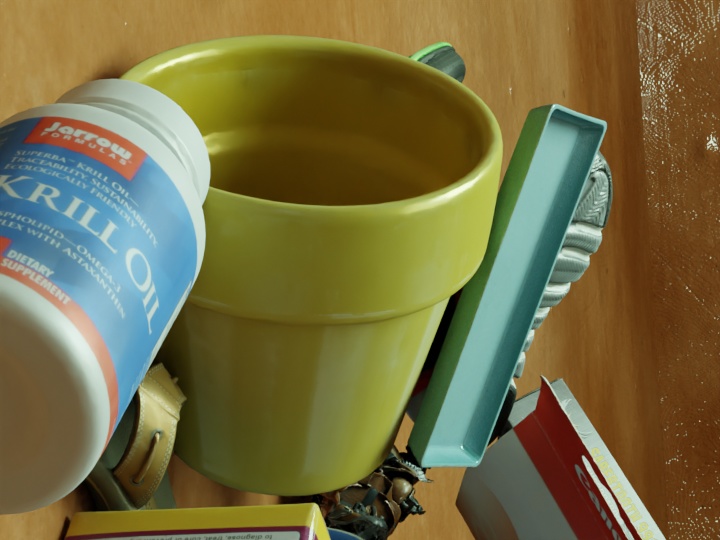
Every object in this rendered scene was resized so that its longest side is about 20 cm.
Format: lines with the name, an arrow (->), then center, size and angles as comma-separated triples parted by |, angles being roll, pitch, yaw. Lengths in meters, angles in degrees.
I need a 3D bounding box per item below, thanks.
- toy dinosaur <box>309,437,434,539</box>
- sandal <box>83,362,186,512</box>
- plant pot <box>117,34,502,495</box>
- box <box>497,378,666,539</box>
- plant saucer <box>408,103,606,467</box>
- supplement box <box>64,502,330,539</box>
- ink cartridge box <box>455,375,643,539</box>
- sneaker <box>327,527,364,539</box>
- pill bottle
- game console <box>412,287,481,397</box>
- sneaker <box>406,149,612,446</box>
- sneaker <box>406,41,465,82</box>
toy dinosaur -> 0.001, 0.119, 1.302 | 0.102, 0.136, 0.200 | 26, 17, -32
sandal -> -0.108, 0.083, 0.976 | 0.080, 0.054, 0.200 | -75, 156, -49
plant pot -> -0.036, 0.003, 1.032 | 0.201, 0.200, 0.189 | -67, 164, -58
box -> 0.155, 0.190, 1.293 | 0.200, 0.048, 0.159 | 59, -14, 26
plant saucer -> 0.076, 0.009, 1.055 | 0.070, 0.019, 0.201 | 9, 102, -59
supplement box -> -0.083, 0.212, 0.899 | 0.200, 0.130, 0.103 | -75, 156, -46
ink cartridge box -> 0.119, 0.170, 1.177 | 0.162, 0.050, 0.200 | 60, -10, 19
sneaker -> -0.008, 0.188, 1.122 | 0.077, 0.200, 0.111 | -50, 139, -5
pill bottle -> -0.128, -0.001, 0.821 | 0.200, 0.112, 0.113 | -70, 152, -57
game console -> 0.000, 0.000, 1.163 | 0.031, 0.200, 0.177 | 4, 65, -32
sneaker -> 0.060, -0.002, 1.150 | 0.075, 0.115, 0.200 | 13, 110, -39
sneaker -> 0.042, -0.064, 1.280 | 0.077, 0.084, 0.200 | 105, 0, -52
